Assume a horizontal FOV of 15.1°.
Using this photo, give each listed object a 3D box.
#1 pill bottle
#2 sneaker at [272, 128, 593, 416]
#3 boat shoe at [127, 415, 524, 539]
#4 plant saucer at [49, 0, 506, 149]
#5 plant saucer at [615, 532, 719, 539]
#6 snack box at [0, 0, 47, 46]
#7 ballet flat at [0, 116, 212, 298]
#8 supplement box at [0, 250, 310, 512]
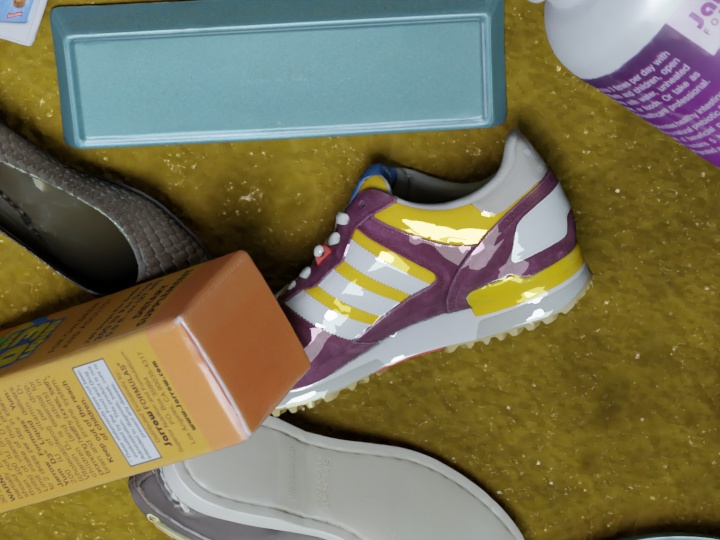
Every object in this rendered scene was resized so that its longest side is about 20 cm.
[{"bbox_3d":[0.149,-0.110,1.133,0.200,0.112,0.112,30,116,-19],"label":"pill bottle"},{"bbox_3d":[0.000,0.000,1.226,0.200,0.075,0.090,-20,104,9],"label":"sneaker"},{"bbox_3d":[-0.014,0.120,1.295,0.200,0.072,0.060,20,147,-24],"label":"boat shoe"},{"bbox_3d":[-0.035,-0.087,1.197,0.200,0.019,0.070,-3,121,0],"label":"plant saucer"},{"bbox_3d":[0.153,0.208,1.373,0.200,0.027,0.200,-1,122,-1],"label":"plant saucer"},{"bbox_3d":[-0.224,-0.158,1.145,0.200,0.024,0.072,17,118,-11],"label":"snack box"},{"bbox_3d":[-0.145,-0.030,1.204,0.200,0.046,0.067,40,130,-21],"label":"ballet flat"},{"bbox_3d":[-0.124,0.055,1.207,0.200,0.067,0.069,-20,108,36],"label":"supplement box"}]
